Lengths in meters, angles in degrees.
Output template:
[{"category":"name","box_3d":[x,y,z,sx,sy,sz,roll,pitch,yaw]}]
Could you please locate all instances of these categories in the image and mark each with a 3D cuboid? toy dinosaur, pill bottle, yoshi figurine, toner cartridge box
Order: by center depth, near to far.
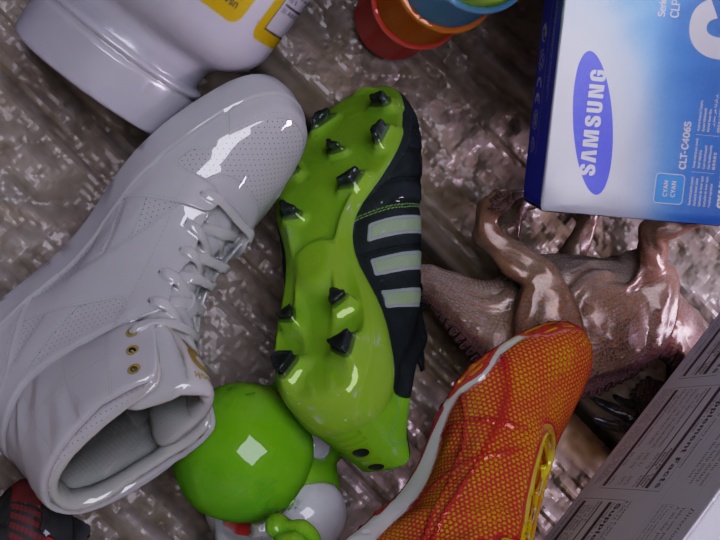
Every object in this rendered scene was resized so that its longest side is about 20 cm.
[{"category":"yoshi figurine","box_3d":[-0.062,0.132,0.739,0.112,0.112,0.201,19,73,-6]},{"category":"toner cartridge box","box_3d":[0.130,-0.123,0.748,0.094,0.043,0.201,4,99,-6]},{"category":"pill bottle","box_3d":[-0.060,-0.162,0.756,0.112,0.112,0.200,37,96,-9]},{"category":"toy dinosaur","box_3d":[0.106,0.031,0.819,0.199,0.086,0.136,0,89,-11]}]

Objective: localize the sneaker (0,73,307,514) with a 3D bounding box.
[{"category":"sneaker","box_3d":[-0.075,0.015,0.729,0.200,0.116,0.074,-47,136,-3]}]

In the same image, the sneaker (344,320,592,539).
[{"category":"sneaker","box_3d":[0.052,0.105,0.725,0.077,0.073,0.200,20,59,29]}]

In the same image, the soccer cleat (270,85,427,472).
[{"category":"soccer cleat","box_3d":[0.000,0.000,0.781,0.081,0.067,0.201,55,30,-40]}]

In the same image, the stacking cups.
[{"category":"stacking cups","box_3d":[0.041,-0.133,0.758,0.060,0.200,0.061,3,81,-20]}]

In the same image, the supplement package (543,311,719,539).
[{"category":"supplement package","box_3d":[0.186,0.122,0.727,0.156,0.111,0.200,45,73,-11]}]

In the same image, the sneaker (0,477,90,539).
[{"category":"sneaker","box_3d":[-0.186,0.168,0.712,0.098,0.071,0.201,29,76,-13]}]
